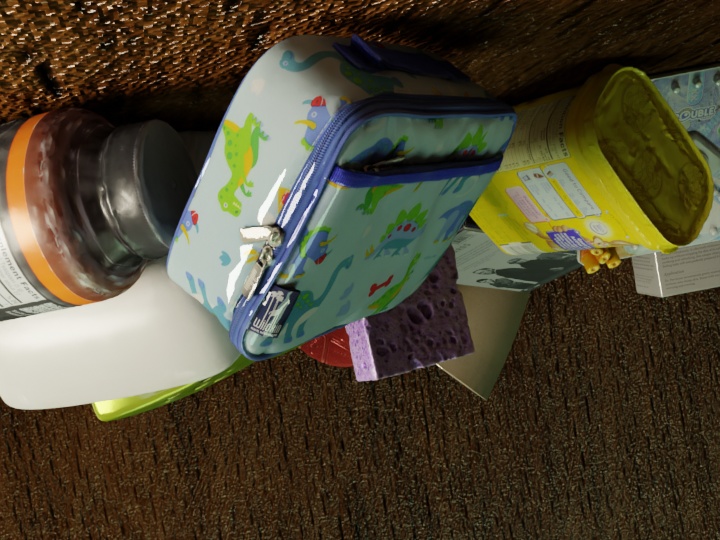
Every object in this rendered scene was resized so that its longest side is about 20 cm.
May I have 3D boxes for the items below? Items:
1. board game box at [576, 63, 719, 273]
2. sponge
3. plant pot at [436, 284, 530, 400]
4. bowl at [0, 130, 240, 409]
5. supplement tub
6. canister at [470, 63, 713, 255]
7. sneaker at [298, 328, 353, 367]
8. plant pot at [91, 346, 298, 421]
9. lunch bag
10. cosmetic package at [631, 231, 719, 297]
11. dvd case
[{"bbox_3d":[0.304,-0.093,0.855,0.195,0.203,0.026,-10,-139,-2],"label":"board game box"},{"bbox_3d":[0.025,-0.023,0.727,0.110,0.205,0.030,-8,176,-39],"label":"sponge"},{"bbox_3d":[0.142,0.030,1.187,0.202,0.186,0.187,-55,-177,-3],"label":"plant pot"},{"bbox_3d":[-0.160,-0.016,0.621,0.196,0.075,0.203,-10,-136,17],"label":"bowl"},{"bbox_3d":[-0.191,-0.028,0.516,0.196,0.109,0.107,-11,180,16],"label":"supplement tub"},{"bbox_3d":[0.174,-0.082,0.780,0.087,0.149,0.199,-53,-156,-22],"label":"canister"},{"bbox_3d":[-0.050,0.029,1.053,0.198,0.080,0.115,30,-145,22],"label":"sneaker"},{"bbox_3d":[-0.136,0.002,0.813,0.178,0.203,0.200,-16,179,11],"label":"plant pot"},{"bbox_3d":[-0.003,-0.045,0.507,0.199,0.082,0.162,-13,138,-57],"label":"lunch bag"},{"bbox_3d":[0.338,-0.082,0.970,0.105,0.205,0.085,-8,-178,-1],"label":"cosmetic package"},{"bbox_3d":[0.145,-0.017,0.963,0.196,0.025,0.150,7,159,-29],"label":"dvd case"}]
